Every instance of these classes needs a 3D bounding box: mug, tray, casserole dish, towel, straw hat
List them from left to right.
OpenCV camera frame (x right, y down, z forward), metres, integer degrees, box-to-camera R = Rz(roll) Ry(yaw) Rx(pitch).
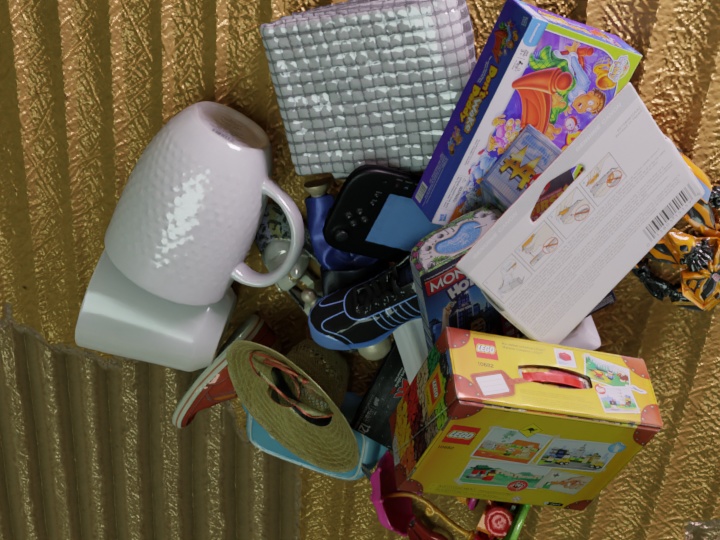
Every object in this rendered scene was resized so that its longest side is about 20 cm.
[{"bbox_3d":[-0.226,0.041,1.186,0.151,0.187,0.152,21,90,-3],"label":"mug"},{"bbox_3d":[-0.148,-0.064,1.067,0.199,0.148,0.177,34,116,5],"label":"mug"},{"bbox_3d":[-0.061,0.194,1.250,0.197,0.039,0.123,17,123,9],"label":"casserole dish"},{"bbox_3d":[-0.055,0.127,1.156,0.199,0.085,0.203,28,146,21],"label":"straw hat"},{"bbox_3d":[0.018,-0.179,0.982,0.197,0.086,0.168,-4,119,21],"label":"towel"},{"bbox_3d":[0.134,0.058,1.033,0.197,0.022,0.109,-19,77,4],"label":"tray"}]

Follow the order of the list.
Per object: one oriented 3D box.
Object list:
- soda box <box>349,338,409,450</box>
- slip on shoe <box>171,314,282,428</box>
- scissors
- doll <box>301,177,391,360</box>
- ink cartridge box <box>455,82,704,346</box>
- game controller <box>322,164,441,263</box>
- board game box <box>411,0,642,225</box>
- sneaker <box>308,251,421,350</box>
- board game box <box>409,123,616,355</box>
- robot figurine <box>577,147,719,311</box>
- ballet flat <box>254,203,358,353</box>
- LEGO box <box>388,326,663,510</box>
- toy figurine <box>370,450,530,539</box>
[{"bbox_3d":[0.061,0.108,1.139,0.070,0.064,0.202,28,125,2],"label":"soda box"},{"bbox_3d":[-0.165,0.134,1.237,0.061,0.074,0.200,40,119,-9],"label":"slip on shoe"},{"bbox_3d":[0.065,0.307,1.265,0.072,0.014,0.202,-6,125,28],"label":"scissors"},{"bbox_3d":[0.000,0.000,1.081,0.134,0.049,0.203,-12,104,0],"label":"doll"},{"bbox_3d":[0.179,-0.044,0.859,0.200,0.044,0.173,-46,133,6],"label":"ink cartridge box"},{"bbox_3d":[0.063,-0.047,1.013,0.197,0.043,0.105,11,139,-23],"label":"game controller"},{"bbox_3d":[0.148,-0.128,0.922,0.133,0.045,0.202,8,120,-32],"label":"board game box"},{"bbox_3d":[0.036,0.020,1.009,0.197,0.071,0.078,-16,148,5],"label":"sneaker"},{"bbox_3d":[0.132,-0.017,0.921,0.198,0.062,0.202,-26,131,-13],"label":"board game box"},{"bbox_3d":[0.295,-0.042,0.970,0.199,0.058,0.145,38,125,-3],"label":"robot figurine"},{"bbox_3d":[-0.056,0.014,1.126,0.072,0.072,0.201,-34,103,32],"label":"ballet flat"},{"bbox_3d":[0.143,0.138,0.920,0.197,0.078,0.150,10,136,-17],"label":"LEGO box"},{"bbox_3d":[0.102,0.258,1.180,0.182,0.150,0.203,24,102,13],"label":"toy figurine"}]
